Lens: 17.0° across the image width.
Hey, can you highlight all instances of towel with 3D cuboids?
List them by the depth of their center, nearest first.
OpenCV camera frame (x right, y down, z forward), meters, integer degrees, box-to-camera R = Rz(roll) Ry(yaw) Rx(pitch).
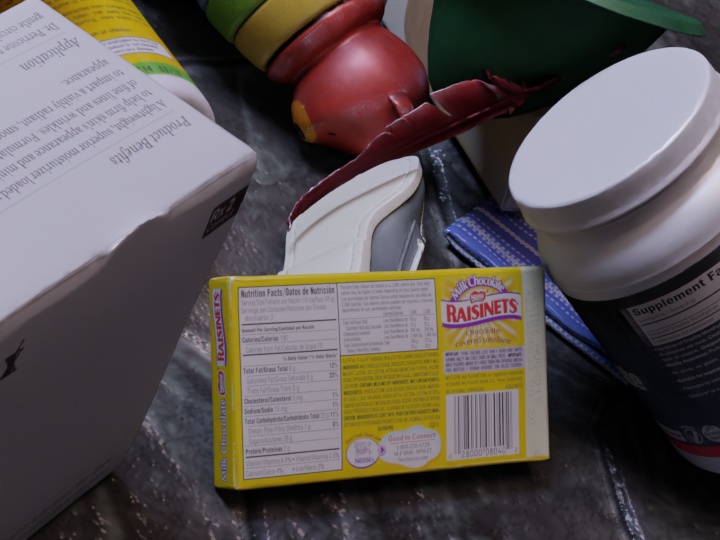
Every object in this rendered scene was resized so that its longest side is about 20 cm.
[{"bbox_3d":[0.153,-0.016,1.440,0.145,0.024,0.200,38,36,14],"label":"towel"}]

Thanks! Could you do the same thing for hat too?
[{"bbox_3d":[0.073,-0.090,1.358,0.199,0.177,0.166,18,10,-10],"label":"hat"}]

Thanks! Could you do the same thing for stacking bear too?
[{"bbox_3d":[-0.036,-0.155,1.399,0.113,0.121,0.201,-33,85,-18],"label":"stacking bear"}]

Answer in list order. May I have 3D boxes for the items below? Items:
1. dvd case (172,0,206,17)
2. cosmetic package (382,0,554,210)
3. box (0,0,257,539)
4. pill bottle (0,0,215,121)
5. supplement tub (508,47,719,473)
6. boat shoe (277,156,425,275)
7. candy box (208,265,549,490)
[{"bbox_3d":[-0.111,-0.212,1.507,0.199,0.018,0.143,26,34,-5],"label":"dvd case"},{"bbox_3d":[0.100,-0.124,1.478,0.105,0.071,0.200,-1,40,-28],"label":"cosmetic package"},{"bbox_3d":[-0.172,0.022,1.014,0.130,0.201,0.199,35,35,12],"label":"box"},{"bbox_3d":[-0.170,-0.117,1.264,0.111,0.111,0.200,-8,49,-41],"label":"pill bottle"},{"bbox_3d":[0.182,-0.004,1.280,0.200,0.140,0.141,52,27,-25],"label":"supplement tub"},{"bbox_3d":[0.000,0.000,1.299,0.062,0.072,0.200,65,21,-20],"label":"boat shoe"},{"bbox_3d":[0.013,0.051,1.204,0.199,0.026,0.103,-2,88,-37],"label":"candy box"}]
